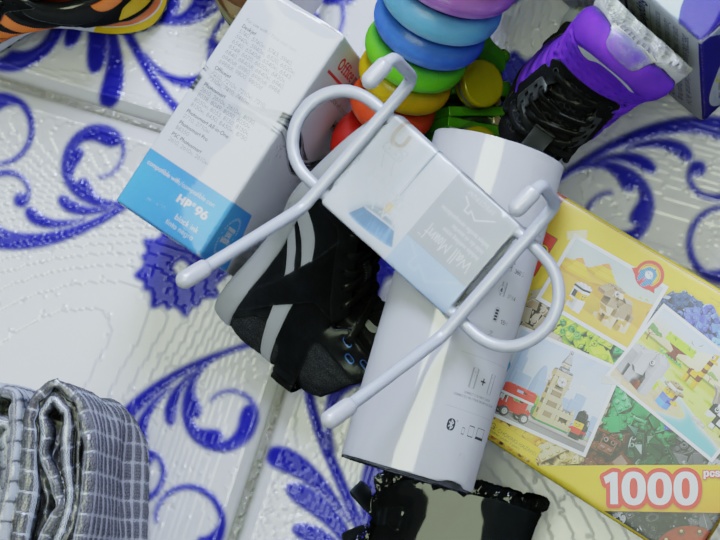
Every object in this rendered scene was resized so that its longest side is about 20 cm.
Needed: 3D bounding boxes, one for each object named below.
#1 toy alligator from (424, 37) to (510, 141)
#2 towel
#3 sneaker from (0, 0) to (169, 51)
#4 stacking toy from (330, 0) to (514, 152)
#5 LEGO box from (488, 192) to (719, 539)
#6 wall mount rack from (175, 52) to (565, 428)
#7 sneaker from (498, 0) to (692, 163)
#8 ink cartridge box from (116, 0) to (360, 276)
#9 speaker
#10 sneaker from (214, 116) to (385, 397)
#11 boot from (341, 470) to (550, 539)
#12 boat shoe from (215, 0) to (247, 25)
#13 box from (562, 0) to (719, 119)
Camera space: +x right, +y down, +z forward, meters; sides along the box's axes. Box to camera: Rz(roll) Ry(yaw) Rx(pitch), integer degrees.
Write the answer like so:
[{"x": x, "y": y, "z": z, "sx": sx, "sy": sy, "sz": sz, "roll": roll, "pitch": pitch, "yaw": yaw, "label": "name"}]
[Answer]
[{"x": 0.072, "y": -0.118, "z": 1.322, "sx": 0.054, "sy": 0.059, "sz": 0.201, "roll": 8, "pitch": 81, "yaw": -28, "label": "toy alligator"}, {"x": -0.180, "y": 0.172, "z": 1.271, "sx": 0.085, "sy": 0.166, "sz": 0.201, "roll": 0, "pitch": 82, "yaw": 5, "label": "towel"}, {"x": -0.229, "y": -0.184, "z": 1.371, "sx": 0.199, "sy": 0.090, "sz": 0.070, "roll": -7, "pitch": 80, "yaw": 10, "label": "sneaker"}, {"x": 0.035, "y": -0.128, "z": 1.269, "sx": 0.085, "sy": 0.085, "sz": 0.200, "roll": 36, "pitch": 132, "yaw": 14, "label": "stacking toy"}, {"x": 0.153, "y": 0.062, "z": 1.264, "sx": 0.200, "sy": 0.077, "sz": 0.149, "roll": 31, "pitch": 89, "yaw": 14, "label": "LEGO box"}, {"x": 0.007, "y": -0.015, "z": 1.148, "sx": 0.200, "sy": 0.075, "sz": 0.174, "roll": 42, "pitch": 94, "yaw": 20, "label": "wall mount rack"}, {"x": 0.128, "y": -0.102, "z": 1.232, "sx": 0.070, "sy": 0.200, "sz": 0.100, "roll": 42, "pitch": 91, "yaw": -3, "label": "sneaker"}, {"x": -0.056, "y": -0.100, "z": 1.310, "sx": 0.068, "sy": 0.116, "sz": 0.200, "roll": 33, "pitch": 89, "yaw": 14, "label": "ink cartridge box"}, {"x": 0.054, "y": 0.022, "z": 1.209, "sx": 0.081, "sy": 0.081, "sz": 0.201, "roll": 15, "pitch": 84, "yaw": 13, "label": "speaker"}, {"x": 0.000, "y": 0.000, "z": 1.275, "sx": 0.112, "sy": 0.073, "sz": 0.200, "roll": 46, "pitch": 134, "yaw": 7, "label": "sneaker"}, {"x": 0.078, "y": 0.210, "z": 1.263, "sx": 0.198, "sy": 0.073, "sz": 0.163, "roll": 12, "pitch": 81, "yaw": 13, "label": "boot"}, {"x": -0.087, "y": -0.251, "z": 1.359, "sx": 0.075, "sy": 0.074, "sz": 0.201, "roll": -23, "pitch": 75, "yaw": 7, "label": "boat shoe"}, {"x": 0.165, "y": -0.209, "z": 1.249, "sx": 0.200, "sy": 0.184, "sz": 0.105, "roll": 44, "pitch": 90, "yaw": 13, "label": "box"}]
